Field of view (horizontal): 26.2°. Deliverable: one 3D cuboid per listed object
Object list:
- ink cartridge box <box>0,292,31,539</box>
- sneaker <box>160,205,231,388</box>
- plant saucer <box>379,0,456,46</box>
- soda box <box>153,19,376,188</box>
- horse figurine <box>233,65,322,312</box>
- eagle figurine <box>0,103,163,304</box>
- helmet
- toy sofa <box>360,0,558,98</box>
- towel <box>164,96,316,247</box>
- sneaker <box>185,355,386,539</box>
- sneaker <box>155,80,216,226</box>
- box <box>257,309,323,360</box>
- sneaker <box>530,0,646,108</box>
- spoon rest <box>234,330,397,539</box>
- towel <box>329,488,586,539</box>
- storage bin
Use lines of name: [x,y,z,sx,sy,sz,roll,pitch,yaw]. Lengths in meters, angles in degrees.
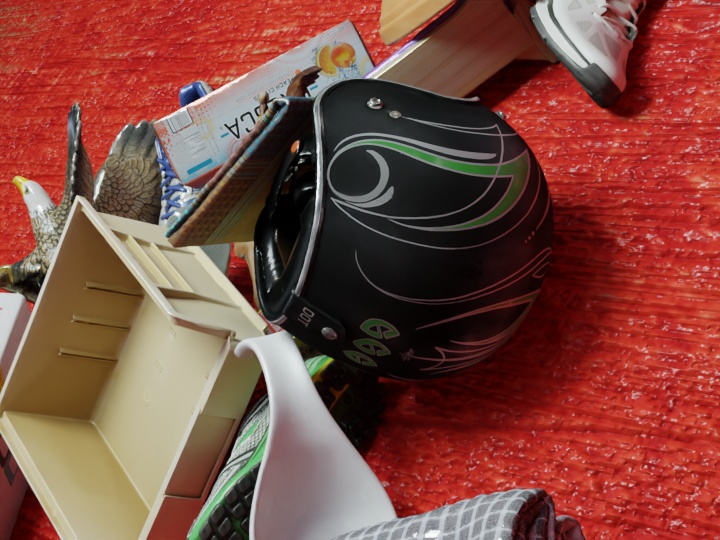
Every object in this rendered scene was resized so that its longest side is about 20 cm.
ink cartridge box: [-0.366,0.136,1.324,0.145,0.147,0.201,3,48,9]
sneaker: [-0.134,0.048,1.285,0.081,0.070,0.202,112,158,-53]
plant saucer: [0.090,-0.256,1.249,0.200,0.038,0.200,-38,9,7]
soda box: [-0.079,-0.144,1.365,0.199,0.064,0.068,-27,-1,5]
horse figurine: [-0.075,-0.069,1.278,0.133,0.049,0.202,-108,30,-69]
eagle figurine: [-0.264,-0.047,1.445,0.200,0.151,0.152,-44,24,17]
helmet: [0.037,-0.025,1.044,0.200,0.189,0.202,-170,90,-72]
toy sofa: [0.054,-0.166,1.265,0.199,0.098,0.083,-37,32,15]
towel: [-0.040,-0.074,1.121,0.147,0.199,0.022,-48,70,25]
sneaker: [-0.061,0.144,1.091,0.085,0.078,0.200,-6,41,54]
sneaker: [-0.165,-0.087,1.441,0.075,0.088,0.201,-17,44,35]
box: [0.000,0.000,1.187,0.200,0.050,0.075,-47,30,0]
sneaker: [0.192,-0.211,1.175,0.115,0.076,0.201,-36,31,19]
spoon rest: [-0.037,0.128,1.008,0.098,0.061,0.202,-13,67,-14]
towel: [0.036,0.227,0.864,0.165,0.086,0.201,-21,40,36]
storage bin: [-0.175,0.084,1.166,0.199,0.093,0.201,44,115,48]
